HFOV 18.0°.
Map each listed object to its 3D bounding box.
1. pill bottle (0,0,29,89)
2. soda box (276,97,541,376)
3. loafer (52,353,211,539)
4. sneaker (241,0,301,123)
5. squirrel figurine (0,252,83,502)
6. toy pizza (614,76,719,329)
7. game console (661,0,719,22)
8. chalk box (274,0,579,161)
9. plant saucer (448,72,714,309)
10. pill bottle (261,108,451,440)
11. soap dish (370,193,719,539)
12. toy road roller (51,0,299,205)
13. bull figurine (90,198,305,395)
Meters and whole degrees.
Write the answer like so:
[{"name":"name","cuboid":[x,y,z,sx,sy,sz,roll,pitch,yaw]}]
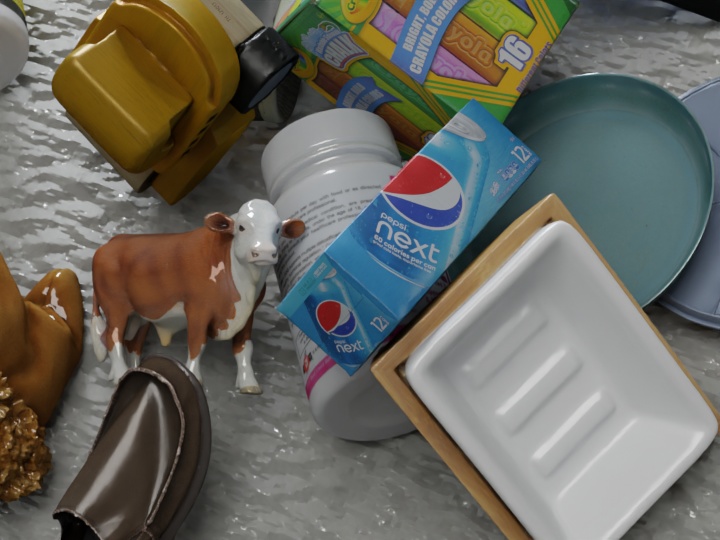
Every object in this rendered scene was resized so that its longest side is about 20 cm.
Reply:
[{"name":"pill bottle","cuboid":[-0.317,-0.237,1.717,0.113,0.115,0.201,-16,60,5]},{"name":"soda box","cuboid":[0.033,-0.024,1.425,0.064,0.068,0.200,41,45,1]},{"name":"loafer","cuboid":[-0.153,0.151,1.451,0.073,0.071,0.202,17,93,29]},{"name":"sneaker","cuboid":[-0.085,-0.208,1.667,0.105,0.075,0.202,8,65,15]},{"name":"squirrel figurine","cuboid":[-0.271,0.054,1.506,0.140,0.187,0.202,-13,60,6]},{"name":"toy pizza","cuboid":[0.268,-0.046,1.519,0.198,0.032,0.202,-9,60,15]},{"name":"game console","cuboid":[0.186,-0.289,1.616,0.117,0.199,0.176,-61,28,25]},{"name":"chalk box","cuboid":[0.022,-0.179,1.550,0.199,0.125,0.124,36,72,-8]},{"name":"plant saucer","cuboid":[0.146,-0.040,1.530,0.199,0.027,0.202,-13,59,22]},{"name":"pill bottle","cuboid":[0.000,0.000,1.514,0.112,0.114,0.201,-18,60,3]},{"name":"soap dish","cuboid":[0.113,0.076,1.413,0.157,0.200,0.081,-43,22,-11]},{"name":"toy road roller","cuboid":[-0.151,-0.118,1.545,0.123,0.200,0.146,46,49,2]},{"name":"bull figurine","cuboid":[-0.111,0.019,1.506,0.199,0.065,0.123,-3,80,49]}]
